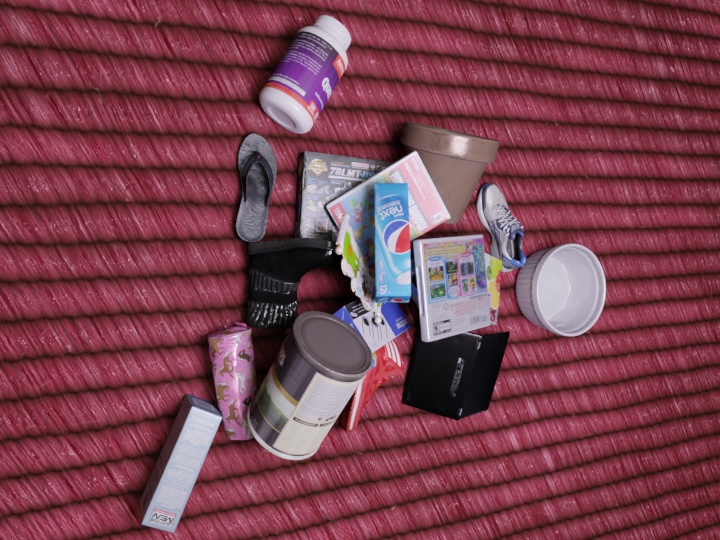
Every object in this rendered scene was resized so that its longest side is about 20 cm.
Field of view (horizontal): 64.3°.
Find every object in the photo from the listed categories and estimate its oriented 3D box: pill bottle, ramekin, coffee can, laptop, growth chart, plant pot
[{"bbox_3d":[-0.097,-0.366,1.066,0.111,0.112,0.202,33,79,-19],"label":"pill bottle"},{"bbox_3d":[0.447,0.043,1.303,0.196,0.105,0.205,0,91,-22],"label":"ramekin"},{"bbox_3d":[-0.087,0.193,0.962,0.144,0.147,0.202,20,117,-21],"label":"coffee can"},{"bbox_3d":[0.209,0.208,1.236,0.196,0.116,0.191,15,100,6],"label":"laptop"},{"bbox_3d":[0.000,0.000,1.025,0.017,0.146,0.202,-16,128,15],"label":"growth chart"},{"bbox_3d":[0.164,-0.192,1.150,0.196,0.200,0.178,5,106,-22],"label":"plant pot"}]

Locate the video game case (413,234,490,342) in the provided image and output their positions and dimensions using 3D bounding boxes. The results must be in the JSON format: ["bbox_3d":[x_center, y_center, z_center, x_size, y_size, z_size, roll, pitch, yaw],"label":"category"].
[{"bbox_3d":[0.179,0.028,1.100,0.197,0.023,0.187,-7,92,-43],"label":"video game case"}]

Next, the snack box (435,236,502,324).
[{"bbox_3d":[0.220,0.027,1.192,0.198,0.052,0.146,19,73,-43],"label":"snack box"}]

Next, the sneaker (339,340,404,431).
[{"bbox_3d":[0.031,0.228,1.150,0.113,0.078,0.204,15,87,-20],"label":"sneaker"}]

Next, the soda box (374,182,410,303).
[{"bbox_3d":[0.056,-0.048,1.017,0.063,0.068,0.205,-1,78,1],"label":"soda box"}]

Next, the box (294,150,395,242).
[{"bbox_3d":[-0.029,-0.122,1.133,0.196,0.050,0.203,2,90,-21],"label":"box"}]

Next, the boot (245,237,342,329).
[{"bbox_3d":[-0.118,0.025,1.043,0.079,0.207,0.162,2,86,-64],"label":"boot"}]

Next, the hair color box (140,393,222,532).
[{"bbox_3d":[-0.313,0.330,0.997,0.060,0.099,0.203,26,82,-21],"label":"hair color box"}]

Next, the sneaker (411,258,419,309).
[{"bbox_3d":[0.154,0.060,1.200,0.072,0.072,0.201,-46,108,-17],"label":"sneaker"}]

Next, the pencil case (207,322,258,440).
[{"bbox_3d":[-0.223,0.201,1.042,0.081,0.087,0.205,-10,96,-2],"label":"pencil case"}]

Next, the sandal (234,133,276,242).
[{"bbox_3d":[-0.190,-0.155,1.063,0.074,0.048,0.205,4,85,-24],"label":"sandal"}]

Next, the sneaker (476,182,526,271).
[{"bbox_3d":[0.321,-0.097,1.258,0.076,0.085,0.204,-22,99,-20],"label":"sneaker"}]

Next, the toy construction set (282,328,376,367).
[{"bbox_3d":[-0.078,0.158,1.084,0.197,0.093,0.133,-23,113,10],"label":"toy construction set"}]

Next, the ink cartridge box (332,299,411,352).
[{"bbox_3d":[0.024,0.098,1.082,0.044,0.199,0.095,-36,82,25],"label":"ink cartridge box"}]

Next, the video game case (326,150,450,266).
[{"bbox_3d":[0.053,-0.112,1.087,0.198,0.017,0.145,-30,104,9],"label":"video game case"}]
